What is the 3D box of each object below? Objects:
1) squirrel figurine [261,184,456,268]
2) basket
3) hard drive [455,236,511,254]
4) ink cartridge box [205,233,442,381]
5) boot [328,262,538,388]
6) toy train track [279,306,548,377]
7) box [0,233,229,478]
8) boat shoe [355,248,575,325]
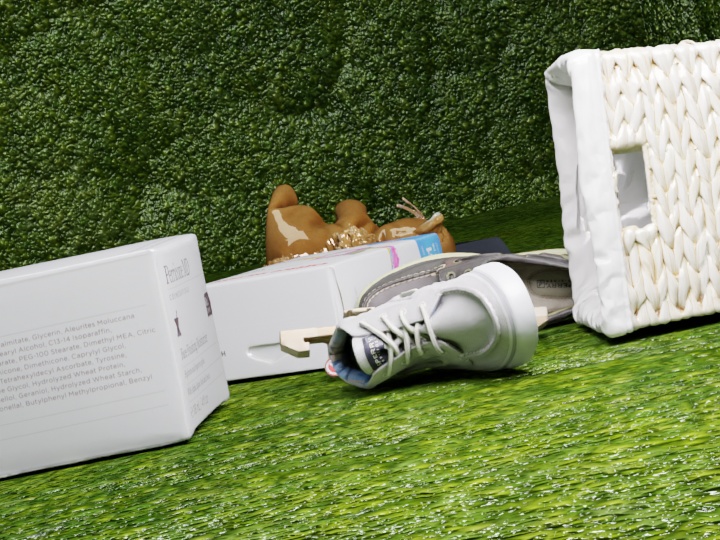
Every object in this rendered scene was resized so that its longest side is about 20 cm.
[{"bbox_3d":[0.000,0.000,2.004,0.186,0.142,0.200,-1,19,8],"label":"squirrel figurine"},{"bbox_3d":[0.225,-0.064,1.443,0.160,0.199,0.200,-8,2,-1],"label":"basket"},{"bbox_3d":[0.063,0.001,2.267,0.200,0.042,0.135,-14,4,-40],"label":"hard drive"},{"bbox_3d":[-0.029,0.030,1.699,0.144,0.085,0.200,-10,5,28],"label":"ink cartridge box"},{"bbox_3d":[0.043,0.048,1.352,0.095,0.074,0.200,-19,-3,-19],"label":"boot"},{"bbox_3d":[0.041,0.053,1.498,0.199,0.033,0.115,-6,-15,-3],"label":"toy train track"},{"bbox_3d":[-0.209,0.060,1.408,0.199,0.131,0.199,-12,3,5],"label":"box"},{"bbox_3d":[0.094,0.017,1.572,0.199,0.073,0.065,-12,-2,-1],"label":"boat shoe"}]
